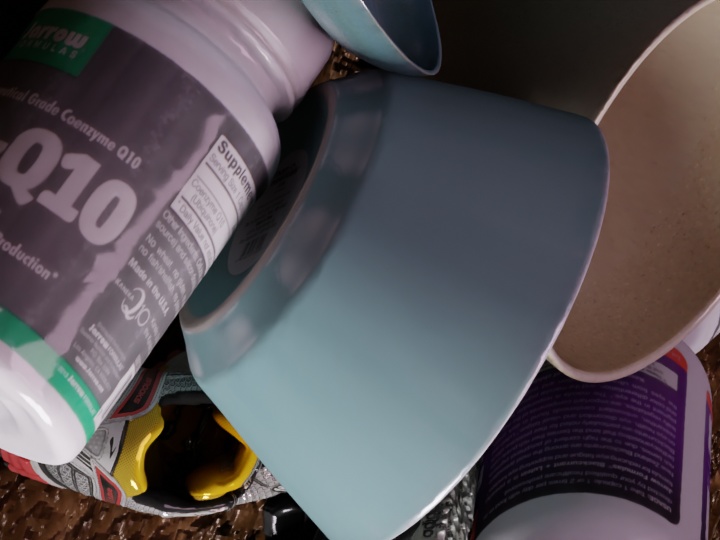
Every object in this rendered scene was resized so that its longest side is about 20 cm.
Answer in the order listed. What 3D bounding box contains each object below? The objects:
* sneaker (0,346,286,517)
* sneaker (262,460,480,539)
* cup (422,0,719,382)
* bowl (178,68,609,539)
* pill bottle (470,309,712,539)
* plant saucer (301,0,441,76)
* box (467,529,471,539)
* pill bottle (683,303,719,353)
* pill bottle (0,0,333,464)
[{"bbox_3d":[-0.067,0.078,1.205,0.200,0.082,0.078,2,105,-55],"label":"sneaker"},{"bbox_3d":[0.004,0.110,1.329,0.200,0.099,0.070,-68,153,-65],"label":"sneaker"},{"bbox_3d":[0.095,-0.069,1.288,0.200,0.143,0.201,-35,141,-33],"label":"cup"},{"bbox_3d":[0.000,0.000,1.115,0.105,0.201,0.202,30,80,-18],"label":"bowl"},{"bbox_3d":[0.107,0.121,1.300,0.201,0.111,0.112,-79,163,-51],"label":"pill bottle"},{"bbox_3d":[-0.024,-0.163,1.089,0.027,0.201,0.200,-25,145,12],"label":"plant saucer"},{"bbox_3d":[0.043,0.233,1.410,0.132,0.114,0.201,-13,118,-51],"label":"box"},{"bbox_3d":[0.159,-0.017,1.446,0.200,0.110,0.111,-36,134,-39],"label":"pill bottle"},{"bbox_3d":[-0.102,-0.036,1.070,0.200,0.113,0.113,-56,144,-20],"label":"pill bottle"}]
